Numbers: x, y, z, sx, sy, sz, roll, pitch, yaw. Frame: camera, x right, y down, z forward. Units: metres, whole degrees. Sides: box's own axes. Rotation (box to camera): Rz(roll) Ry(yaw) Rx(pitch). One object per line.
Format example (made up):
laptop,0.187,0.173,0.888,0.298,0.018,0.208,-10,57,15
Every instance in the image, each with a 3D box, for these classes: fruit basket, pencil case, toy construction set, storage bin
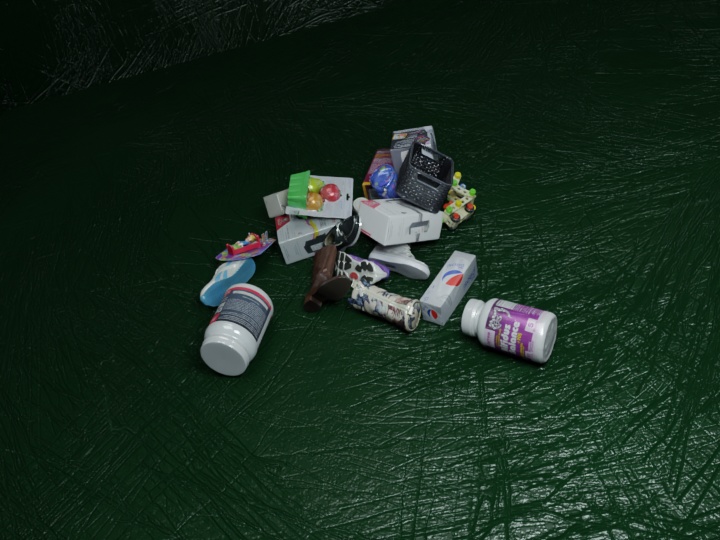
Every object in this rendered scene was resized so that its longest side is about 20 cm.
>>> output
fruit basket,-0.121,-0.218,1.838,0.194,0.095,0.188,7,47,-7
pencil case,0.064,0.085,1.539,0.197,0.089,0.079,21,81,35
toy construction set,0.258,-0.188,1.781,0.199,0.093,0.131,-40,69,-15
pencil case,0.099,-0.215,1.789,0.076,0.201,0.089,-17,48,21
storage bin,0.179,-0.261,1.700,0.132,0.095,0.201,24,31,-5

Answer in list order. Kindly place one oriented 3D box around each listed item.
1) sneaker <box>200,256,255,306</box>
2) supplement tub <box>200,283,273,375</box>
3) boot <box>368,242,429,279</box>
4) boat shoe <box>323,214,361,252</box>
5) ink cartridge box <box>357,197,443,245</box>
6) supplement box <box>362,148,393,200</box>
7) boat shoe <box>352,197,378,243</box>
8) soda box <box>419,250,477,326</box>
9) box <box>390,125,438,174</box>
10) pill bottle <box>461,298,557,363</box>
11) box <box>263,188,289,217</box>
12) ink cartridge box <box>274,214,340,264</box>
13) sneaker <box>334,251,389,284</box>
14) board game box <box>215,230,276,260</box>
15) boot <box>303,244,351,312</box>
sneaker,-0.394,0.032,1.780,0.079,0.078,0.200,9,38,36
supplement tub,-0.312,0.147,1.558,0.136,0.143,0.203,-1,41,18
boot,0.117,-0.045,1.669,0.196,0.074,0.097,17,66,35
boat shoe,-0.051,-0.101,1.706,0.059,0.200,0.078,11,64,-18
ink cartridge box,0.109,-0.138,1.685,0.196,0.087,0.145,-6,26,-36
supplement box,0.078,-0.285,1.941,0.083,0.112,0.202,1,43,19
boat shoe,0.041,-0.128,1.809,0.073,0.061,0.201,-31,62,-19
soda box,0.225,0.042,1.549,0.062,0.069,0.201,16,49,32
box,0.173,-0.316,1.871,0.128,0.203,0.116,-5,41,14
pill bottle,0.331,0.128,1.378,0.196,0.114,0.113,14,48,32
box,-0.206,-0.230,1.948,0.081,0.070,0.198,-7,15,46
ink cartridge box,-0.150,-0.120,1.853,0.195,0.084,0.147,-18,39,-1
sneaker,0.000,0.000,1.689,0.082,0.083,0.198,0,13,-43
board game box,-0.352,-0.083,1.859,0.153,0.040,0.200,-5,19,16
boot,-0.079,-0.006,1.655,0.184,0.064,0.203,-30,34,37
